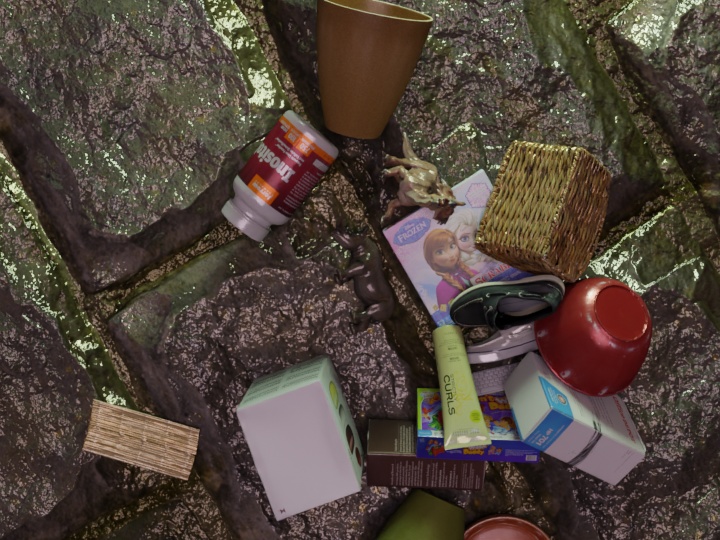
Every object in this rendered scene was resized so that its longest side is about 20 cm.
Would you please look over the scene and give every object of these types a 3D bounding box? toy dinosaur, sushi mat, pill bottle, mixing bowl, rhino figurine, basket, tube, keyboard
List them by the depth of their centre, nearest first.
[{"bbox_3d":[0.389,0.089,1.590,0.197,0.109,0.203,8,62,-16],"label":"mixing bowl"},{"bbox_3d":[0.158,0.189,1.610,0.058,0.052,0.202,-25,60,31],"label":"tube"},{"bbox_3d":[0.101,-0.140,1.613,0.133,0.201,0.087,1,133,2],"label":"toy dinosaur"},{"bbox_3d":[0.303,-0.094,1.620,0.142,0.148,0.202,26,80,-45],"label":"basket"},{"bbox_3d":[-0.135,-0.151,1.627,0.113,0.113,0.201,38,96,-3],"label":"pill bottle"},{"bbox_3d":[0.000,0.000,1.665,0.086,0.060,0.203,-18,95,-16],"label":"rhino figurine"},{"bbox_3d":[0.256,0.179,1.682,0.197,0.057,0.011,-13,121,3],"label":"keyboard"},{"bbox_3d":[-0.382,0.296,1.735,0.197,0.012,0.097,16,95,-1],"label":"sushi mat"}]

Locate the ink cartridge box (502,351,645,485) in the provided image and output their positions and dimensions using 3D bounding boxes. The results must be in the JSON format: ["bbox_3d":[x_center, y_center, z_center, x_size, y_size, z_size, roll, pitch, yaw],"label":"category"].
[{"bbox_3d":[0.343,0.238,1.606,0.199,0.147,0.086,28,115,-21],"label":"ink cartridge box"}]

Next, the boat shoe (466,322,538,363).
[{"bbox_3d":[0.260,0.106,1.666,0.197,0.072,0.067,-15,91,3],"label":"boat shoe"}]

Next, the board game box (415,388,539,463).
[{"bbox_3d":[0.191,0.255,1.649,0.197,0.135,0.045,2,118,1],"label":"board game box"}]

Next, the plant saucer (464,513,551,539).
[{"bbox_3d":[0.249,0.522,1.732,0.197,0.032,0.203,0,96,2],"label":"plant saucer"}]

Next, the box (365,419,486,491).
[{"bbox_3d":[0.108,0.310,1.670,0.197,0.100,0.076,4,116,2],"label":"box"}]

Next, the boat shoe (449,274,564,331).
[{"bbox_3d":[0.230,0.064,1.591,0.197,0.067,0.075,-11,127,24],"label":"boat shoe"}]

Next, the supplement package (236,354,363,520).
[{"bbox_3d":[-0.092,0.266,1.629,0.145,0.200,0.193,-19,96,4],"label":"supplement package"}]

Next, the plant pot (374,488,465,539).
[{"bbox_3d":[0.098,0.478,1.673,0.185,0.187,0.202,23,81,-1],"label":"plant pot"}]

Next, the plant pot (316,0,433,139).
[{"bbox_3d":[0.005,-0.319,1.583,0.184,0.187,0.203,12,110,0],"label":"plant pot"}]

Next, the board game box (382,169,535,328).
[{"bbox_3d":[0.169,-0.032,1.666,0.199,0.041,0.201,-31,95,5],"label":"board game box"}]
